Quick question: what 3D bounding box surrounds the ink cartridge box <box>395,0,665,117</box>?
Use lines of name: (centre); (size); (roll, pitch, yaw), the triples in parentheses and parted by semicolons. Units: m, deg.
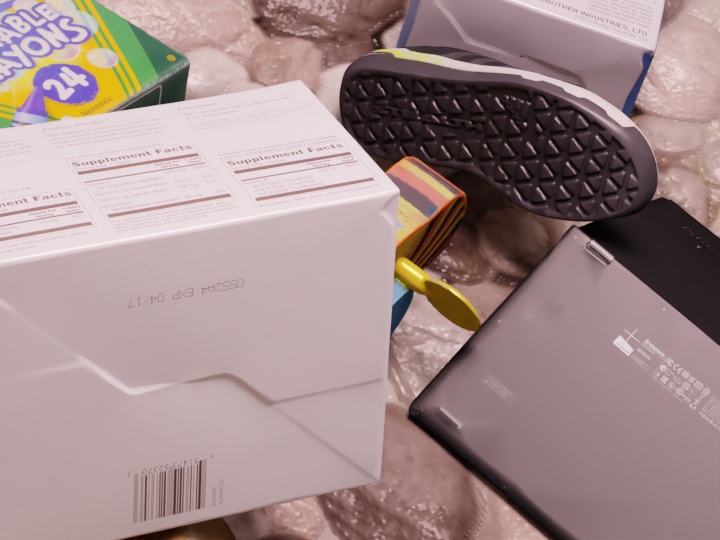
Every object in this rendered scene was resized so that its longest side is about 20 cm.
ink cartridge box: (0.108, -0.186, 1.686); (0.136, 0.076, 0.200); (19, 50, -3)

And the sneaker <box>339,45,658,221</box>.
sneaker: (0.080, -0.085, 1.567); (0.200, 0.072, 0.083); (21, 30, 33)

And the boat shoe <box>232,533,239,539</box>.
boat shoe: (-0.074, 0.188, 1.328); (0.068, 0.057, 0.200); (-2, 34, -8)

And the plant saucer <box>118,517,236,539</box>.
plant saucer: (-0.149, 0.123, 1.333); (0.199, 0.036, 0.200); (3, 34, -2)

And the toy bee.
toy bee: (0.000, 0.000, 1.478); (0.131, 0.109, 0.200); (21, 48, -3)

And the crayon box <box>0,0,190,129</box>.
crayon box: (-0.198, -0.105, 1.447); (0.200, 0.052, 0.126); (32, 44, 23)

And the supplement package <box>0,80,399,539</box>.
supplement package: (-0.098, 0.022, 1.316); (0.199, 0.156, 0.111); (-10, 34, -22)

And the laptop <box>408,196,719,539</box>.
laptop: (0.162, 0.071, 1.537); (0.187, 0.116, 0.200); (40, 80, 16)
